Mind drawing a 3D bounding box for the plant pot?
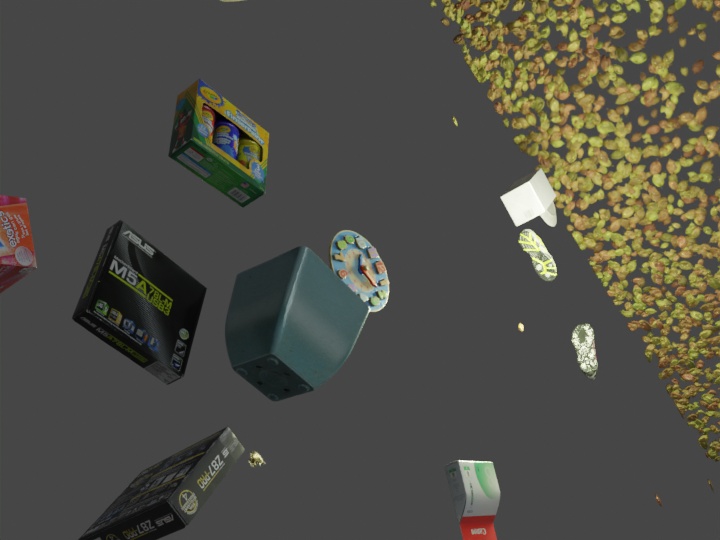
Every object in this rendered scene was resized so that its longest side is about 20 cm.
[{"bbox_3d":[-0.129,0.116,1.533,0.196,0.194,0.202,43,45,-30],"label":"plant pot"}]

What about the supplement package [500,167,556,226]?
[{"bbox_3d":[0.591,-0.259,2.979,0.121,0.120,0.200,58,31,-6],"label":"supplement package"}]

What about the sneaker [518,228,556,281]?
[{"bbox_3d":[0.616,-0.058,2.910,0.202,0.075,0.076,60,31,-9],"label":"sneaker"}]

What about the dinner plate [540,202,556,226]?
[{"bbox_3d":[0.705,-0.264,3.255,0.199,0.024,0.203,38,38,-38],"label":"dinner plate"}]

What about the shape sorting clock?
[{"bbox_3d":[0.000,0.000,1.955,0.199,0.039,0.203,37,39,-37],"label":"shape sorting clock"}]

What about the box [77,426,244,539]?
[{"bbox_3d":[-0.269,0.304,1.152,0.049,0.198,0.162,53,31,-10],"label":"box"}]

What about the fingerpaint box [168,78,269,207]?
[{"bbox_3d":[-0.275,-0.252,1.691,0.199,0.073,0.169,36,40,-38],"label":"fingerpaint box"}]

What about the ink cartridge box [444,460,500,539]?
[{"bbox_3d":[0.273,0.541,1.952,0.160,0.050,0.203,18,51,-50],"label":"ink cartridge box"}]

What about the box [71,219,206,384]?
[{"bbox_3d":[-0.349,0.052,1.373,0.200,0.047,0.195,43,38,-32],"label":"box"}]

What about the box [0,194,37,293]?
[{"bbox_3d":[-0.498,-0.013,1.042,0.099,0.198,0.097,6,62,-54],"label":"box"}]

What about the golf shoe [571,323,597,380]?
[{"bbox_3d":[0.769,0.278,2.908,0.089,0.076,0.203,61,26,-45],"label":"golf shoe"}]
